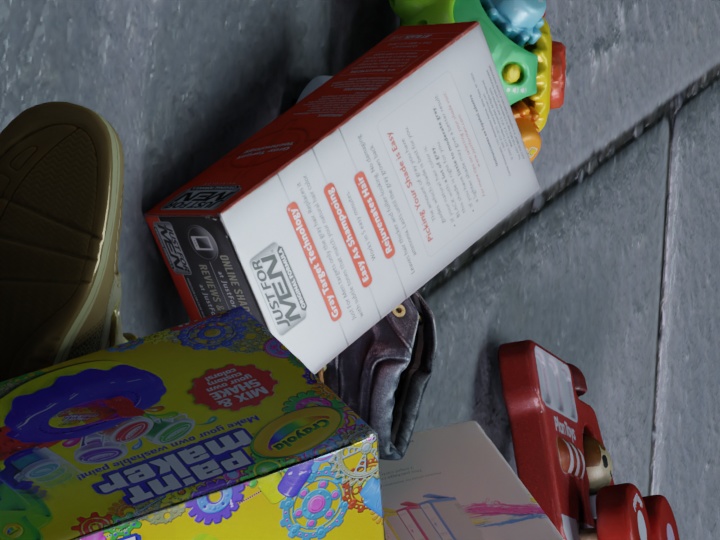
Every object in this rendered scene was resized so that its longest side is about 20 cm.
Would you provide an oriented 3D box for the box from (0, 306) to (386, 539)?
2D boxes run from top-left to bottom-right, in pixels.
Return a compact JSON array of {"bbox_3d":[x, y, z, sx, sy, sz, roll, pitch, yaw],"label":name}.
[{"bbox_3d":[-0.100,0.147,1.039,0.200,0.122,0.193,-17,122,-23],"label":"box"}]

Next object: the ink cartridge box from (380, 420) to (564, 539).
[{"bbox_3d":[0.042,0.192,1.399,0.200,0.125,0.129,-127,-151,-56],"label":"ink cartridge box"}]

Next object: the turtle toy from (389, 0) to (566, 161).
[{"bbox_3d":[0.064,-0.111,1.482,0.200,0.101,0.146,-57,149,-84],"label":"turtle toy"}]

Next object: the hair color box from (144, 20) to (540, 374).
[{"bbox_3d":[-0.005,-0.035,1.312,0.200,0.061,0.102,-38,117,-37],"label":"hair color box"}]

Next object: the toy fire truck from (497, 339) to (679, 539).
[{"bbox_3d":[0.143,0.139,1.804,0.200,0.112,0.168,27,55,-68],"label":"toy fire truck"}]

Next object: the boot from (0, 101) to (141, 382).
[{"bbox_3d":[-0.117,0.026,1.143,0.155,0.073,0.200,-5,106,-67],"label":"boot"}]

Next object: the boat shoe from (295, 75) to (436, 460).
[{"bbox_3d":[0.000,0.000,1.399,0.071,0.091,0.201,11,87,-68],"label":"boat shoe"}]
